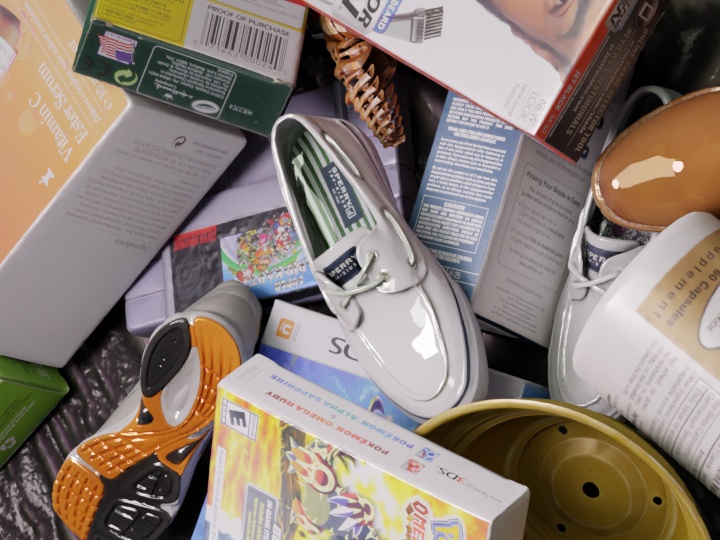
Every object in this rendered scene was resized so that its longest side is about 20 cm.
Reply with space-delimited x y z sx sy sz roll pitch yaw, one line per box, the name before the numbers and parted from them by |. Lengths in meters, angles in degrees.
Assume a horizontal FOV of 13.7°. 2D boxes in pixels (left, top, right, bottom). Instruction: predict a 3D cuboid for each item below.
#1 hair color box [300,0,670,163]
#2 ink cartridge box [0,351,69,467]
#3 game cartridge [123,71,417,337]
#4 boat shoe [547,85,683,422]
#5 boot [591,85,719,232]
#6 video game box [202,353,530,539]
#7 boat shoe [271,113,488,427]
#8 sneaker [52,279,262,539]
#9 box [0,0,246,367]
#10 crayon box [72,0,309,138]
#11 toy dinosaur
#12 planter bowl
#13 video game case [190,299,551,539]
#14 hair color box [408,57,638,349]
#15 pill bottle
hair color box | 0.061 -0.157 1.663 0.200 0.064 0.111 32 93 30
ink cartridge box | -0.304 0.091 1.910 0.200 0.076 0.148 -48 60 16
game cartridge | -0.059 -0.038 1.834 0.199 0.038 0.130 -14 66 25
boat shoe | 0.147 -0.008 1.690 0.072 0.068 0.201 22 87 31
boot | 0.220 -0.067 1.589 0.199 0.155 0.077 -8 89 5
video game box | -0.004 0.170 1.637 0.181 0.047 0.201 23 126 25
boat shoe | 0.000 0.000 1.656 0.073 0.067 0.201 -41 61 20
sneaker | -0.113 0.089 1.810 0.076 0.092 0.200 38 123 1
box | -0.194 -0.067 1.844 0.200 0.106 0.153 -50 53 19
crayon box | -0.090 -0.181 1.792 0.051 0.126 0.201 117 167 -46
toy dinosaur | 0.024 -0.157 1.788 0.135 0.102 0.201 -24 68 29
planter bowl | 0.114 0.138 1.638 0.199 0.084 0.201 12 122 20
video game case | -0.002 0.137 1.748 0.180 0.045 0.201 17 85 32
hair color box | 0.091 -0.066 1.719 0.060 0.100 0.201 14 83 34
pill bottle | 0.220 0.071 1.591 0.200 0.114 0.115 41 97 16
